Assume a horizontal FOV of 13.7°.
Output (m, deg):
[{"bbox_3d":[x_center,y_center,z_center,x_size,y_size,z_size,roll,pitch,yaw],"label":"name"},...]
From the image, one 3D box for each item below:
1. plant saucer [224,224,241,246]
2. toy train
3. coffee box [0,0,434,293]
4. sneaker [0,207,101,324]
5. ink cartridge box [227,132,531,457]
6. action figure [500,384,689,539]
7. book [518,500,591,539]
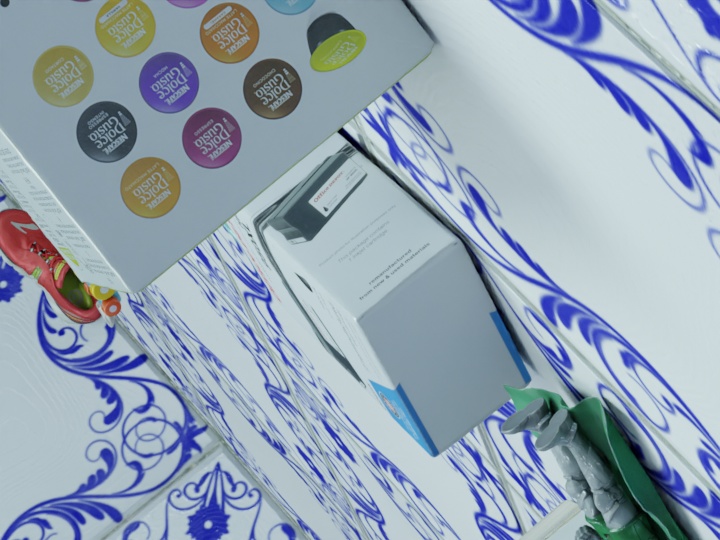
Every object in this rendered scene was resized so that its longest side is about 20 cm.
[{"bbox_3d":[-0.089,-0.064,2.208,0.200,0.036,0.200,51,172,10],"label":"plant saucer"},{"bbox_3d":[-0.330,-0.032,3.533,0.200,0.056,0.150,54,173,3],"label":"toy train"},{"bbox_3d":[-0.113,-0.124,1.541,0.198,0.200,0.200,52,171,-8],"label":"coffee box"},{"bbox_3d":[-0.414,-0.010,4.031,0.200,0.077,0.085,47,161,-14],"label":"sneaker"},{"bbox_3d":[0.000,0.000,1.850,0.200,0.084,0.145,44,168,44],"label":"ink cartridge box"},{"bbox_3d":[0.162,0.156,1.781,0.200,0.055,0.118,51,169,-24],"label":"action figure"},{"bbox_3d":[0.154,0.276,2.031,0.200,0.134,0.048,53,171,-10],"label":"book"}]
